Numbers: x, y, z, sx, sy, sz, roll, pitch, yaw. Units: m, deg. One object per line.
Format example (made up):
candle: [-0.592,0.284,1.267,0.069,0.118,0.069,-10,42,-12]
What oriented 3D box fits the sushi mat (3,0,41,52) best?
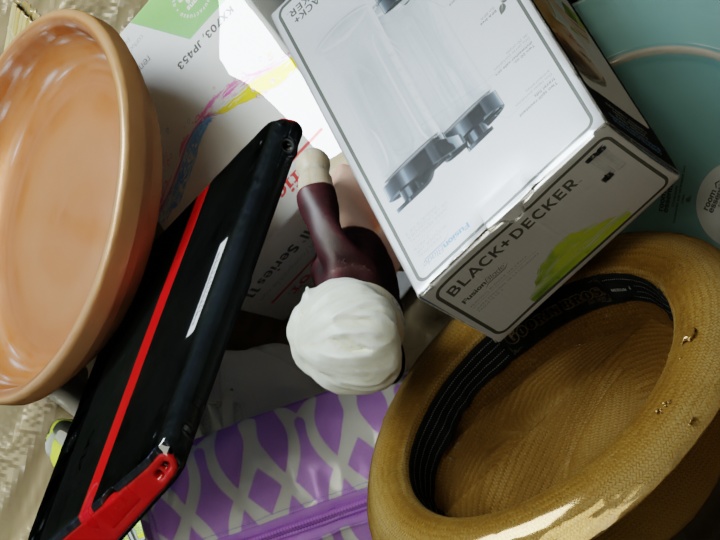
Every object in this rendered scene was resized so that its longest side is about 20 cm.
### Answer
sushi mat: [-0.179,-0.037,1.613,0.096,0.012,0.201,39,125,39]

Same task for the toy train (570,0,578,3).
toy train: [0.068,-0.151,1.474,0.199,0.086,0.115,-29,58,29]

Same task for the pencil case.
pencil case: [-0.014,0.102,1.433,0.199,0.086,0.084,-20,102,-1]

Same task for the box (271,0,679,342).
box: [0.048,-0.079,1.353,0.117,0.060,0.200,-44,46,16]

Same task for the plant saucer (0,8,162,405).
plant saucer: [-0.153,-0.030,1.508,0.200,0.037,0.202,-25,59,51]

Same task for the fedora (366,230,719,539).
fedora: [0.097,0.075,1.315,0.200,0.082,0.201,-27,34,20]

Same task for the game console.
game console: [-0.090,0.043,1.408,0.177,0.031,0.201,-41,26,52]

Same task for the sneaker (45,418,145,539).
sneaker: [-0.100,0.139,1.540,0.200,0.075,0.077,34,109,39]

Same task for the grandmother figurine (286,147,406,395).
grandmother figurine: [0.000,0.000,1.388,0.060,0.200,0.122,-29,109,13]

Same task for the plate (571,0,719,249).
plate: [0.143,-0.034,1.377,0.199,0.026,0.202,0,90,7]

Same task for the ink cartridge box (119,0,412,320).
ink cartridge box: [-0.049,-0.058,1.543,0.117,0.067,0.200,-47,59,18]

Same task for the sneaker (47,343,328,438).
sneaker: [-0.094,0.071,1.522,0.199,0.088,0.076,14,106,37]
